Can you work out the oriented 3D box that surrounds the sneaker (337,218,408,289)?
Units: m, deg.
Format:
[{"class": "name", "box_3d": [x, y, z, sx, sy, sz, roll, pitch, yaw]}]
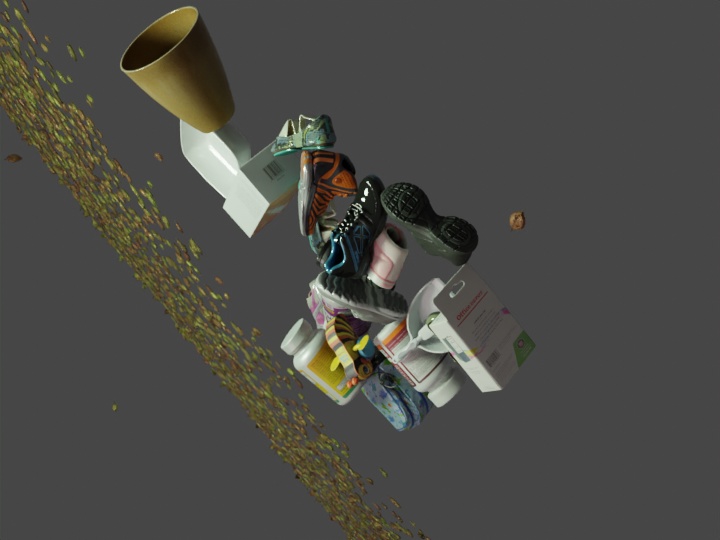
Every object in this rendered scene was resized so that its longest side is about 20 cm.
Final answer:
[{"class": "sneaker", "box_3d": [0.029, -0.065, 1.235, 0.201, 0.074, 0.106, 53, 124, 41]}]

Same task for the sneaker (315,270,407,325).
[{"class": "sneaker", "box_3d": [-0.005, 0.066, 1.242, 0.197, 0.076, 0.082, 24, 134, -19]}]

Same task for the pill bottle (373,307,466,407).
[{"class": "pill bottle", "box_3d": [0.130, 0.188, 1.357, 0.200, 0.109, 0.110, 47, 153, 2]}]

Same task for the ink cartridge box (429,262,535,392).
[{"class": "ink cartridge box", "box_3d": [0.206, 0.101, 1.127, 0.201, 0.117, 0.067, 51, 155, -6]}]

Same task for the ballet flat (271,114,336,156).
[{"class": "ballet flat", "box_3d": [-0.111, -0.260, 1.198, 0.198, 0.074, 0.075, 5, 131, 51]}]

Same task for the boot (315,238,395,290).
[{"class": "boot", "box_3d": [0.000, 0.000, 1.290, 0.130, 0.071, 0.199, 34, -170, 23]}]

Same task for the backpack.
[{"class": "backpack", "box_3d": [0.087, 0.288, 1.537, 0.198, 0.155, 0.163, 36, 146, -6]}]

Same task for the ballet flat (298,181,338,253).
[{"class": "ballet flat", "box_3d": [-0.080, -0.109, 1.321, 0.073, 0.074, 0.202, 30, 151, 29]}]

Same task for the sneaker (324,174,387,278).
[{"class": "sneaker", "box_3d": [-0.008, -0.076, 1.155, 0.073, 0.081, 0.205, 33, 116, 44]}]

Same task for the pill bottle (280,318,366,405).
[{"class": "pill bottle", "box_3d": [-0.085, 0.208, 1.459, 0.199, 0.114, 0.112, 41, 154, -10]}]

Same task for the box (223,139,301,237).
[{"class": "box", "box_3d": [-0.209, -0.175, 1.366, 0.098, 0.124, 0.200, 47, 153, -2]}]

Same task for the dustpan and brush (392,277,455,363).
[{"class": "dustpan and brush", "box_3d": [0.129, 0.126, 1.260, 0.140, 0.057, 0.200, 46, 132, 2]}]

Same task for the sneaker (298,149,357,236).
[{"class": "sneaker", "box_3d": [-0.061, -0.139, 1.193, 0.202, 0.109, 0.079, 104, 161, -52]}]

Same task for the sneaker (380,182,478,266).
[{"class": "sneaker", "box_3d": [0.112, -0.074, 1.095, 0.199, 0.076, 0.091, 40, 159, 20]}]

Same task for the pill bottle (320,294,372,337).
[{"class": "pill bottle", "box_3d": [-0.030, 0.093, 1.463, 0.111, 0.112, 0.203, 29, 147, 30]}]

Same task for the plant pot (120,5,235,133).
[{"class": "plant pot", "box_3d": [-0.345, -0.382, 1.268, 0.184, 0.188, 0.201, 20, 155, 41]}]

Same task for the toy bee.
[{"class": "toy bee", "box_3d": [-0.008, 0.192, 1.351, 0.198, 0.109, 0.133, 32, 126, 11]}]

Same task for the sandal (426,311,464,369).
[{"class": "sandal", "box_3d": [0.198, 0.155, 1.187, 0.199, 0.058, 0.080, 36, 137, -13]}]

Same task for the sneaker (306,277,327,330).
[{"class": "sneaker", "box_3d": [-0.090, 0.087, 1.589, 0.088, 0.081, 0.203, 36, 142, 23]}]

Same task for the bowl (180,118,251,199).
[{"class": "bowl", "box_3d": [-0.324, -0.279, 1.457, 0.200, 0.074, 0.200, 45, 153, 9]}]
